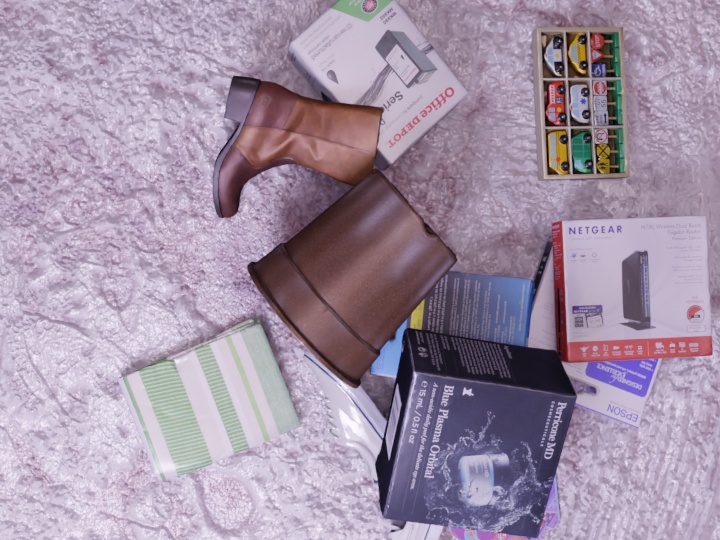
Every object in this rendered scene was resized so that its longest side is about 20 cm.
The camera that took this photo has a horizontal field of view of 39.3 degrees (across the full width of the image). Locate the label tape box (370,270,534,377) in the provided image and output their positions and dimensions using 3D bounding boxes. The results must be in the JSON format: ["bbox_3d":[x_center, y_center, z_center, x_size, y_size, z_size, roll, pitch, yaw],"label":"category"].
[{"bbox_3d":[0.120,0.075,1.309,0.196,0.063,0.148,6,89,14],"label":"label tape box"}]

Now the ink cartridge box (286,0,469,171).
[{"bbox_3d":[0.023,-0.253,1.297,0.146,0.084,0.201,-42,95,-5],"label":"ink cartridge box"}]

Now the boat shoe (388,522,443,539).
[{"bbox_3d":[0.066,0.350,1.310,0.064,0.074,0.203,23,82,8],"label":"boat shoe"}]

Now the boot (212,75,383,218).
[{"bbox_3d":[-0.080,-0.135,1.266,0.196,0.069,0.192,13,107,-5],"label":"boot"}]

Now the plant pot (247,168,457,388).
[{"bbox_3d":[0.000,0.000,1.216,0.198,0.200,0.201,-43,95,5],"label":"plant pot"}]

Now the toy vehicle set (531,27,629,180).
[{"bbox_3d":[0.297,-0.225,1.362,0.121,0.027,0.205,-3,90,-8],"label":"toy vehicle set"}]

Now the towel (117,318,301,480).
[{"bbox_3d":[-0.194,0.167,1.296,0.197,0.023,0.155,-22,93,-9],"label":"towel"}]

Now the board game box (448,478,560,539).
[{"bbox_3d":[0.190,0.279,1.334,0.154,0.039,0.205,-6,90,-8],"label":"board game box"}]

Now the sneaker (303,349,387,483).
[{"bbox_3d":[-0.016,0.186,1.292,0.071,0.073,0.201,-39,94,-9],"label":"sneaker"}]

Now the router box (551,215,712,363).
[{"bbox_3d":[0.351,0.024,1.311,0.195,0.049,0.184,-3,89,-6],"label":"router box"}]

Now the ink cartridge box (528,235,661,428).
[{"bbox_3d":[0.312,0.083,1.352,0.195,0.043,0.204,21,86,-6],"label":"ink cartridge box"}]

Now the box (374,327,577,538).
[{"bbox_3d":[0.133,0.195,1.208,0.196,0.118,0.200,8,111,-7],"label":"box"}]
